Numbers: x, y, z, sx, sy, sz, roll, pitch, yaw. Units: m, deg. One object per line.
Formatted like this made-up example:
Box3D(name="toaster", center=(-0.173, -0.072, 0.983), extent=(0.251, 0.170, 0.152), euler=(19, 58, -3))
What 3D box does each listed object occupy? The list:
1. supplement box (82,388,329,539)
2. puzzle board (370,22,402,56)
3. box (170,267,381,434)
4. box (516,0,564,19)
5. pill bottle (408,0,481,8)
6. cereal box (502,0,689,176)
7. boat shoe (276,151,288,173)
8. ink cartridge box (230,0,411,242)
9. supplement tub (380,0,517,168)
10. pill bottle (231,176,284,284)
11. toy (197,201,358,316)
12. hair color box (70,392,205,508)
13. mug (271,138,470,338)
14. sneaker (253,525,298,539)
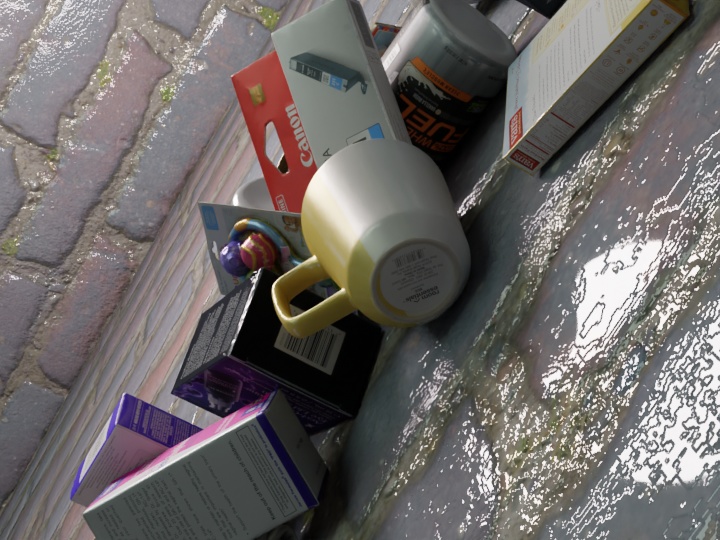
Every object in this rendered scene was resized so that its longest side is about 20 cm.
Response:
Box3D(name="supplement box", center=(-0.142, 0.210, 1.068), extent=(0.199, 0.104, 0.101), euler=(-31, 4, 7))
Box3D(name="puzzle board", center=(0.017, -0.217, 1.416), extent=(0.017, 0.150, 0.200), euler=(52, 123, 25))
Box3D(name="box", center=(-0.093, 0.097, 1.198), extent=(0.200, 0.147, 0.105), euler=(-35, 32, 59))
Box3D(name="box", center=(0.116, -0.347, 1.171), extent=(0.051, 0.199, 0.158), euler=(-53, 19, 13))
Box3D(name="pill bottle", center=(0.134, -0.386, 1.335), extent=(0.200, 0.111, 0.112), euler=(-41, 26, 50))
Box3D(name="cereal box", center=(0.196, -0.193, 0.971), extent=(0.200, 0.039, 0.145), euler=(-48, 21, 41))
Box3D(name="boat shoe", center=(-0.087, -0.074, 1.496), extent=(0.063, 0.073, 0.202), euler=(-98, 16, -74))
Box3D(name="ink cartridge box", center=(-0.048, -0.152, 1.168), extent=(0.175, 0.202, 0.045), euler=(-24, -10, 25))
Box3D(name="supplement tub", center=(0.065, -0.180, 1.201), extent=(0.200, 0.122, 0.123), euler=(-53, 18, 30))
Box3D(name="pill bottle", center=(-0.091, 0.000, 1.306), extent=(0.110, 0.108, 0.202), euler=(-91, 1, -59))
Box3D(name="toy", center=(-0.098, -0.005, 1.200), extent=(0.199, 0.116, 0.047), euler=(6, 29, 33))
Box3D(name="hair color box", center=(-0.183, 0.222, 1.174), extent=(0.110, 0.199, 0.065), euler=(-55, 16, 22))
Box3D(name="mug", center=(0.023, -0.009, 1.048), extent=(0.188, 0.148, 0.153), euler=(-62, 24, 18))
Box3D(name="sneaker", center=(-0.095, 0.282, 1.065), extent=(0.100, 0.078, 0.200), euler=(-57, 23, -10))
